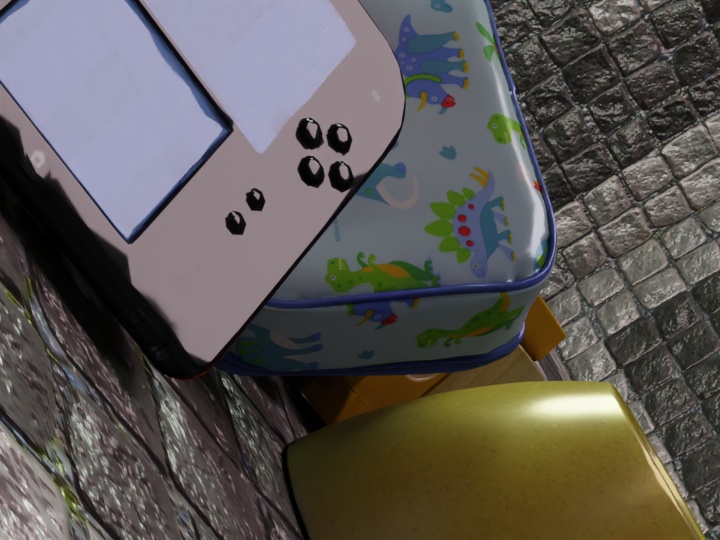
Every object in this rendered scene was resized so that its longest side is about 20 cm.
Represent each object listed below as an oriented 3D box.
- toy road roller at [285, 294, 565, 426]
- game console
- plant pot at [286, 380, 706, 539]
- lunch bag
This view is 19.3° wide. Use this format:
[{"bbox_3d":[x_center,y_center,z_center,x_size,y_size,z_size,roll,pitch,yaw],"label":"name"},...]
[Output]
[{"bbox_3d":[0.000,0.000,1.079,0.146,0.123,0.200,50,-1,40],"label":"toy road roller"},{"bbox_3d":[-0.075,-0.087,0.775,0.200,0.031,0.177,53,47,-19],"label":"game console"},{"bbox_3d":[0.078,0.129,0.960,0.200,0.142,0.200,58,6,-9],"label":"plant pot"},{"bbox_3d":[-0.011,-0.052,0.929,0.083,0.160,0.200,109,-28,-55],"label":"lunch bag"}]
